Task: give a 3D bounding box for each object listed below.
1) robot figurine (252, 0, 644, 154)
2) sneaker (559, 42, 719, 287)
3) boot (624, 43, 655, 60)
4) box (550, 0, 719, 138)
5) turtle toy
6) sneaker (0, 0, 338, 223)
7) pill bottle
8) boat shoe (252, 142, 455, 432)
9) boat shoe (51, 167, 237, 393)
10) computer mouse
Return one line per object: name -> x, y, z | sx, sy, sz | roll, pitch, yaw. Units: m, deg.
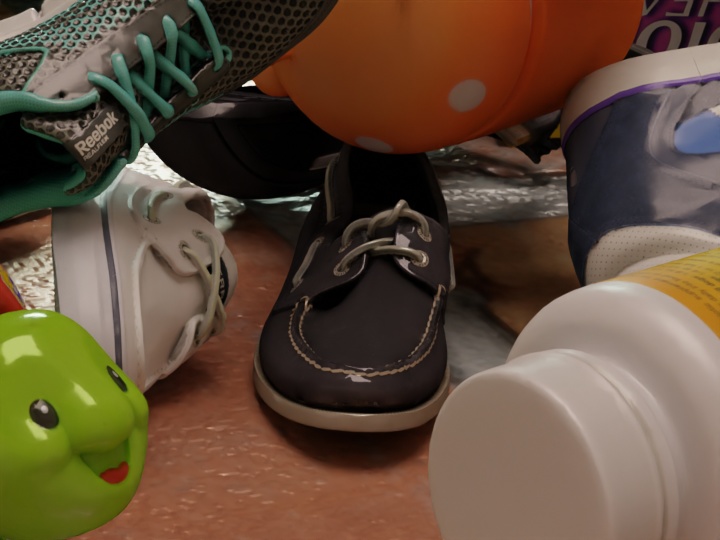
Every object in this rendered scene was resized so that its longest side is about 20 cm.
robot figurine -> 0.035, -0.107, 1.078 | 0.143, 0.117, 0.200 | 24, 23, 25
sneaker -> 0.178, -0.021, 1.046 | 0.198, 0.081, 0.147 | -11, 55, 2
boot -> 0.209, -0.051, 1.210 | 0.173, 0.070, 0.200 | -13, 34, -44
box -> 0.146, -0.169, 1.292 | 0.174, 0.201, 0.097 | 1, 22, -11
turtle toy -> -0.151, 0.037, 0.850 | 0.199, 0.102, 0.145 | 24, 28, 26
sneaker -> -0.088, -0.060, 0.955 | 0.199, 0.078, 0.091 | -28, 34, 0
pill bottle -> 0.119, 0.048, 0.871 | 0.199, 0.110, 0.109 | -14, 28, -40
boat shoe -> 0.000, 0.000, 1.026 | 0.072, 0.063, 0.200 | 4, 21, 2
boat shoe -> -0.077, -0.001, 0.999 | 0.066, 0.074, 0.200 | 0, 21, -5
computer mouse -> 0.001, -0.053, 1.185 | 0.140, 0.046, 0.200 | 8, 10, 31
